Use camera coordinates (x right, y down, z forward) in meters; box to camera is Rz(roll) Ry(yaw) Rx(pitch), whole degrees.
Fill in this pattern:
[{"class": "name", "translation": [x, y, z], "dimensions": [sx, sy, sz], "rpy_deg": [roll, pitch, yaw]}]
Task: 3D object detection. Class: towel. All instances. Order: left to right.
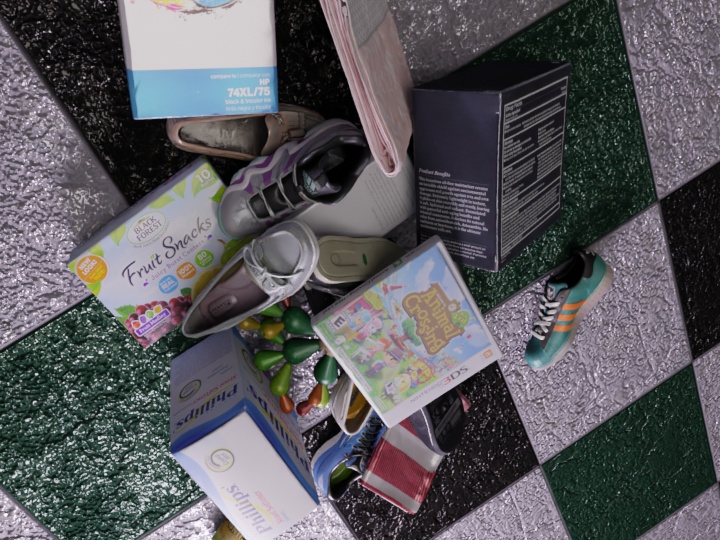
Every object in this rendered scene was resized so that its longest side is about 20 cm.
[{"class": "towel", "translation": [0.021, -0.231, 0.685], "dimensions": [0.031, 0.202, 0.195], "rpy_deg": [-11, 119, 20]}, {"class": "towel", "translation": [0.088, 0.256, 0.947], "dimensions": [0.144, 0.022, 0.203], "rpy_deg": [41, 72, -37]}]

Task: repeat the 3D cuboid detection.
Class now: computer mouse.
[{"class": "computer mouse", "translation": [0.099, 0.173, 0.891], "dimensions": [0.138, 0.052, 0.204], "rpy_deg": [-39, 123, -39]}]

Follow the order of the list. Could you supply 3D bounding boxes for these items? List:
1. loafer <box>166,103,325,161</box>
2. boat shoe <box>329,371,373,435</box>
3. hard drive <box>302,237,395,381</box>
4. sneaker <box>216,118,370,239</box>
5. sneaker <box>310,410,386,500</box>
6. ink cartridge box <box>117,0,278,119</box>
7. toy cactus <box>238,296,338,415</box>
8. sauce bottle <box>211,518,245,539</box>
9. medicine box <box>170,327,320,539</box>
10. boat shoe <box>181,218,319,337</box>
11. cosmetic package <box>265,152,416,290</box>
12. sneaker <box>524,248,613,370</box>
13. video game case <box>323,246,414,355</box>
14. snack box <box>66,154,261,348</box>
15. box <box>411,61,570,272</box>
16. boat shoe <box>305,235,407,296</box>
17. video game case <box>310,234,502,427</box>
[{"class": "loafer", "translation": [-0.127, -0.157, 0.730], "dimensions": [0.194, 0.063, 0.074], "rpy_deg": [-2, 112, -18]}, {"class": "boat shoe", "translation": [0.018, 0.130, 0.837], "dimensions": [0.070, 0.070, 0.204], "rpy_deg": [21, 104, -25]}, {"class": "hard drive", "translation": [0.011, 0.074, 0.870], "dimensions": [0.137, 0.033, 0.204], "rpy_deg": [-23, 117, -9]}, {"class": "sneaker", "translation": [-0.070, -0.095, 0.676], "dimensions": [0.199, 0.140, 0.078], "rpy_deg": [-39, 114, -3]}, {"class": "sneaker", "translation": [0.004, 0.261, 0.934], "dimensions": [0.078, 0.089, 0.203], "rpy_deg": [30, 97, -27]}, {"class": "ink cartridge box", "translation": [-0.166, -0.271, 0.623], "dimensions": [0.142, 0.147, 0.206], "rpy_deg": [-6, 114, -15]}, {"class": "toy cactus", "translation": [-0.062, 0.097, 0.808], "dimensions": [0.161, 0.103, 0.204], "rpy_deg": [-18, 111, 14]}, {"class": "sauce bottle", "translation": [-0.155, 0.360, 0.934], "dimensions": [0.064, 0.065, 0.202], "rpy_deg": [32, 97, -27]}, {"class": "medicine box", "translation": [-0.151, 0.204, 0.792], "dimensions": [0.101, 0.200, 0.185], "rpy_deg": [-31, 118, -2]}, {"class": "boat shoe", "translation": [-0.125, 0.016, 0.698], "dimensions": [0.200, 0.065, 0.075], "rpy_deg": [-32, 94, 29]}, {"class": "cosmetic package", "translation": [-0.020, -0.081, 0.790], "dimensions": [0.197, 0.074, 0.103], "rpy_deg": [-34, 126, -1]}, {"class": "sneaker", "translation": [0.308, 0.057, 0.971], "dimensions": [0.079, 0.071, 0.203], "rpy_deg": [31, 94, -23]}, {"class": "video game case", "translation": [0.023, 0.063, 0.899], "dimensions": [0.139, 0.018, 0.206], "rpy_deg": [3, 110, -21]}, {"class": "snack box", "translation": [-0.227, -0.022, 0.756], "dimensions": [0.198, 0.053, 0.144], "rpy_deg": [-36, 118, -2]}, {"class": "box", "translation": [0.162, -0.139, 0.761], "dimensions": [0.198, 0.121, 0.204], "rpy_deg": [-31, 127, -44]}, {"class": "boat shoe", "translation": [0.000, 0.000, 0.775], "dimensions": [0.197, 0.067, 0.074], "rpy_deg": [10, 67, -42]}, {"class": "video game case", "translation": [0.063, 0.083, 0.762], "dimensions": [0.180, 0.022, 0.202], "rpy_deg": [-33, 120, 4]}]
